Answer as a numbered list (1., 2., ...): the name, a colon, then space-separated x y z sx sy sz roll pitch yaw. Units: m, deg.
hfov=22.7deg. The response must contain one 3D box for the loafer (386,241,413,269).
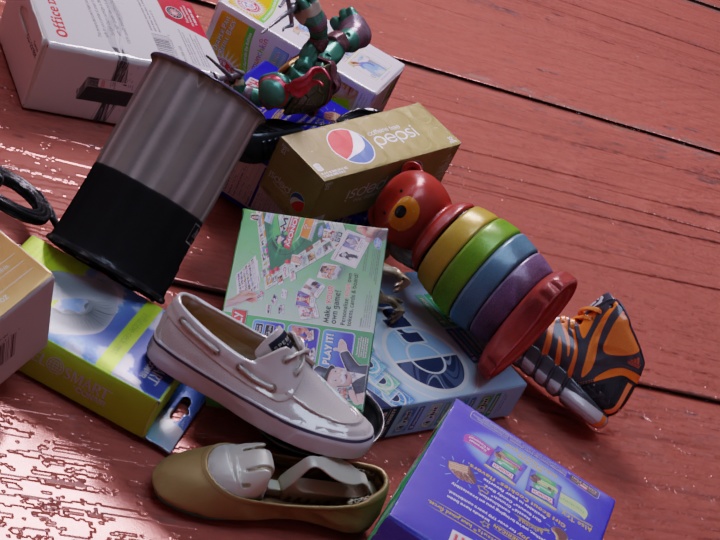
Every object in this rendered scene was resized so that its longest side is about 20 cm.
1. loafer: 0.097 -0.024 1.816 0.200 0.070 0.070 21 24 -51

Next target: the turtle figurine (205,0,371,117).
1. turtle figurine: -0.066 -0.196 1.743 0.101 0.149 0.200 57 30 2

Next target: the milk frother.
1. milk frother: -0.220 -0.102 1.561 0.199 0.189 0.180 32 -8 -22

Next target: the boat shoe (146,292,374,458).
1. boat shoe: -0.072 0.080 1.442 0.199 0.070 0.071 29 21 5

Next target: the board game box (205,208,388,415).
1. board game box: -0.052 0.038 1.555 0.134 0.029 0.201 8 51 1

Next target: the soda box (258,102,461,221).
1. soda box: 0.002 -0.102 1.721 0.199 0.064 0.068 -18 55 -45

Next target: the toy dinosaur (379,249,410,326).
1. toy dinosaur: 0.000 0.000 1.656 0.101 0.058 0.199 38 31 24

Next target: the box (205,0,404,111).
1. box: -0.072 -0.214 1.953 0.199 0.113 0.101 32 31 6

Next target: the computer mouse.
1. computer mouse: -0.054 -0.131 1.744 0.199 0.034 0.058 -11 22 -36

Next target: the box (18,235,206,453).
1. box: -0.217 0.059 1.481 0.199 0.048 0.122 29 30 2

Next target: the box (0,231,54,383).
1. box: -0.348 0.007 1.363 0.200 0.098 0.124 37 53 14

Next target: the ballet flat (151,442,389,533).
1. ballet flat: -0.067 0.163 1.427 0.199 0.063 0.069 11 45 -28

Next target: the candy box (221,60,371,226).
1. candy box: -0.061 -0.112 1.826 0.199 0.077 0.169 33 33 6

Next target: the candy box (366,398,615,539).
1. candy box: 0.106 0.218 1.480 0.169 0.077 0.200 33 29 4

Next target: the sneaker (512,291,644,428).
1. sneaker: 0.191 0.053 1.754 0.200 0.112 0.078 39 -2 5

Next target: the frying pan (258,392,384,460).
1. frying pan: -0.065 0.112 1.541 0.189 0.031 0.115 28 36 30

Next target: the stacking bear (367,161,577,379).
1. stacking bear: 0.095 -0.014 1.681 0.200 0.122 0.114 43 19 12

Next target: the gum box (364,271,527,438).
1. gum box: 0.032 0.075 1.669 0.199 0.045 0.170 -5 44 -43

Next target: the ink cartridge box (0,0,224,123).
1. ink cartridge box: -0.258 -0.223 1.839 0.199 0.084 0.145 9 36 -31
